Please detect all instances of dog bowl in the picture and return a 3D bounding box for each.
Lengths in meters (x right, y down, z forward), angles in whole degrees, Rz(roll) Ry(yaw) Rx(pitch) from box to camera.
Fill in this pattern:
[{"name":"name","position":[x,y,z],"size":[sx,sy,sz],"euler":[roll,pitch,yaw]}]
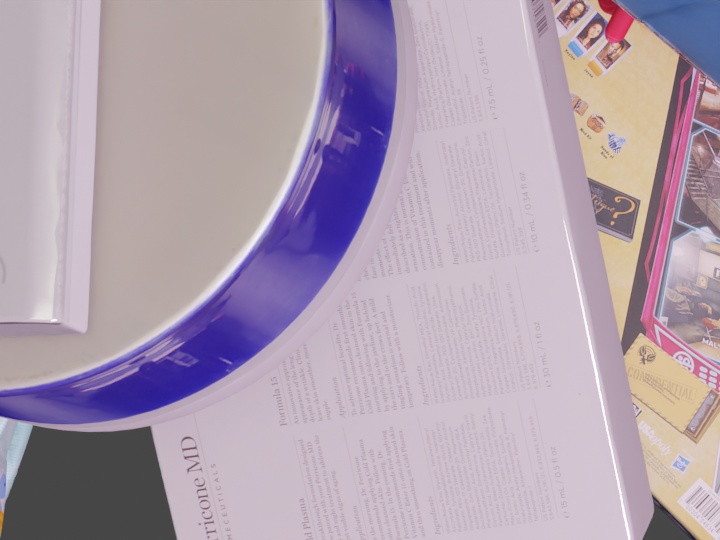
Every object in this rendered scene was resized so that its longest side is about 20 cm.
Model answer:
[{"name":"dog bowl","position":[-0.088,-0.056,0.843],"size":[0.199,0.079,0.201],"euler":[-4,79,18]}]

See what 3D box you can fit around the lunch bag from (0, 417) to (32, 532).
[{"name":"lunch bag","position":[-0.198,0.057,0.938],"size":[0.169,0.122,0.201],"euler":[18,96,1]}]

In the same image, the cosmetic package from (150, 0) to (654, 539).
[{"name":"cosmetic package","position":[0.000,0.000,0.910],"size":[0.150,0.052,0.201],"euler":[-9,101,15]}]

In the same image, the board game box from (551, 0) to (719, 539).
[{"name":"board game box","position":[0.092,-0.022,0.951],"size":[0.200,0.035,0.136],"euler":[45,90,-1]}]

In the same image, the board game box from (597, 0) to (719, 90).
[{"name":"board game box","position":[0.125,-0.074,0.896],"size":[0.200,0.158,0.039],"euler":[43,126,24]}]

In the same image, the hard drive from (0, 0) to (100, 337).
[{"name":"hard drive","position":[-0.136,-0.081,0.808],"size":[0.131,0.026,0.201],"euler":[-2,79,18]}]
